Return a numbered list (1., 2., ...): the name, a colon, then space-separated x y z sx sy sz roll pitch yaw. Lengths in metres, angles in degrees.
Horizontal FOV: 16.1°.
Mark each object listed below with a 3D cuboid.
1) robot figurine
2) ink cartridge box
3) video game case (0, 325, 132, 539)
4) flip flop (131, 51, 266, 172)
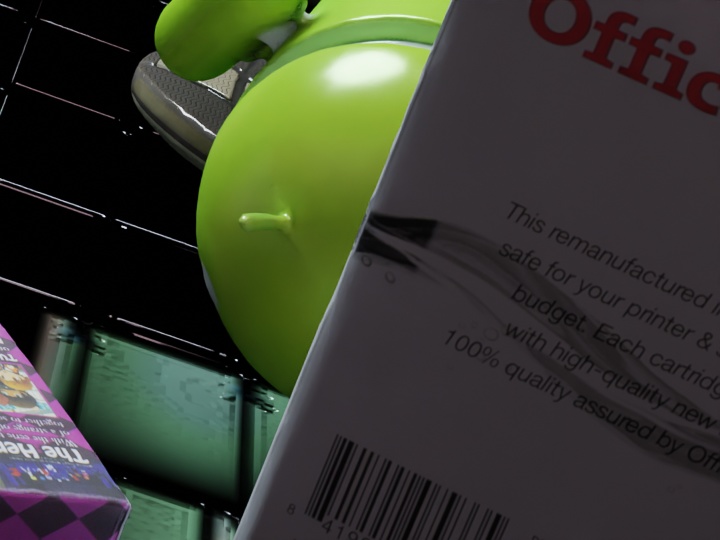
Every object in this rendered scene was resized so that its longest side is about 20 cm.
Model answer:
1. robot figurine: 0.026 -0.031 0.717 0.175 0.116 0.200 46 33 -9
2. ink cartridge box: 0.068 0.026 0.576 0.145 0.200 0.084 25 18 9
3. video game case: -0.178 0.013 0.592 0.200 0.036 0.181 8 22 -36
4. flip flop: 0.000 0.000 0.819 0.200 0.058 0.081 41 30 6
